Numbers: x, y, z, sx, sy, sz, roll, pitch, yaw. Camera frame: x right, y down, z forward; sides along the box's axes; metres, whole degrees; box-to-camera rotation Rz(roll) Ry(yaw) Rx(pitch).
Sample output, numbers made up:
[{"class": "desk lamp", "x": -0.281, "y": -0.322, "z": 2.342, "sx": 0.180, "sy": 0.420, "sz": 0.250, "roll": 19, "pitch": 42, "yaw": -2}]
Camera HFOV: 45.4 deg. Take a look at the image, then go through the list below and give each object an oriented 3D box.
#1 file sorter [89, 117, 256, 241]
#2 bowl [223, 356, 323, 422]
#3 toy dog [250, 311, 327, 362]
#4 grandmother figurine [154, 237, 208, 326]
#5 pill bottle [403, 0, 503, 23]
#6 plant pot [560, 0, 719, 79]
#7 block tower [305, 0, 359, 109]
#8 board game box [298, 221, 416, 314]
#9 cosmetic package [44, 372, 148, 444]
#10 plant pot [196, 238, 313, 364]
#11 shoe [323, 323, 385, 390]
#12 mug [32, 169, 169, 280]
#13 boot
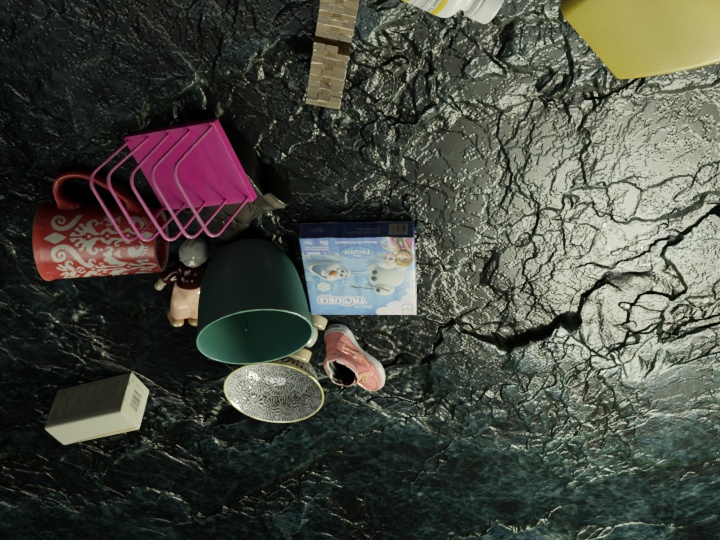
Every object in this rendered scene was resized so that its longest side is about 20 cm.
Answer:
[{"class": "file sorter", "x": -0.290, "y": -0.127, "z": 1.309, "sx": 0.198, "sy": 0.126, "sz": 0.140, "roll": -2, "pitch": 128, "yaw": 35}, {"class": "bowl", "x": -0.167, "y": 0.209, "z": 1.722, "sx": 0.198, "sy": 0.095, "sz": 0.202, "roll": 3, "pitch": 137, "yaw": 3}, {"class": "toy dog", "x": -0.156, "y": 0.099, "z": 1.598, "sx": 0.197, "sy": 0.134, "sz": 0.096, "roll": 3, "pitch": 166, "yaw": -10}, {"class": "grandmother figurine", "x": -0.315, "y": 0.019, "z": 1.572, "sx": 0.120, "sy": 0.061, "sz": 0.201, "roll": -8, "pitch": 139, "yaw": -28}, {"class": "pill bottle", "x": 0.086, "y": -0.386, "z": 1.078, "sx": 0.198, "sy": 0.112, "sz": 0.112, "roll": 19, "pitch": 134, "yaw": -16}, {"class": "plant pot", "x": 0.355, "y": -0.354, "z": 1.042, "sx": 0.199, "sy": 0.202, "sz": 0.175, "roll": 36, "pitch": 140, "yaw": -28}, {"class": "block tower", "x": -0.037, "y": -0.325, "z": 1.192, "sx": 0.053, "sy": 0.058, "sz": 0.201, "roll": 9, "pitch": 134, "yaw": -5}, {"class": "board game box", "x": 0.000, "y": 0.000, "z": 1.530, "sx": 0.197, "sy": 0.044, "sz": 0.200, "roll": -1, "pitch": 137, "yaw": 6}, {"class": "cosmetic package", "x": -0.562, "y": 0.296, "z": 1.841, "sx": 0.198, "sy": 0.104, "sz": 0.073, "roll": -14, "pitch": 134, "yaw": 20}, {"class": "plant pot", "x": -0.188, "y": 0.045, "z": 1.488, "sx": 0.198, "sy": 0.163, "sz": 0.201, "roll": -7, "pitch": 151, "yaw": -4}, {"class": "shoe", "x": -0.014, "y": 0.201, "z": 1.702, "sx": 0.071, "sy": 0.092, "sz": 0.201, "roll": -18, "pitch": 132, "yaw": 22}, {"class": "mug", "x": -0.434, "y": -0.065, "z": 1.443, "sx": 0.197, "sy": 0.135, "sz": 0.179, "roll": 0, "pitch": 138, "yaw": 0}, {"class": "boot", "x": -0.227, "y": -0.129, "z": 1.401, "sx": 0.173, "sy": 0.070, "sz": 0.200, "roll": -24, "pitch": 127, "yaw": 31}]
